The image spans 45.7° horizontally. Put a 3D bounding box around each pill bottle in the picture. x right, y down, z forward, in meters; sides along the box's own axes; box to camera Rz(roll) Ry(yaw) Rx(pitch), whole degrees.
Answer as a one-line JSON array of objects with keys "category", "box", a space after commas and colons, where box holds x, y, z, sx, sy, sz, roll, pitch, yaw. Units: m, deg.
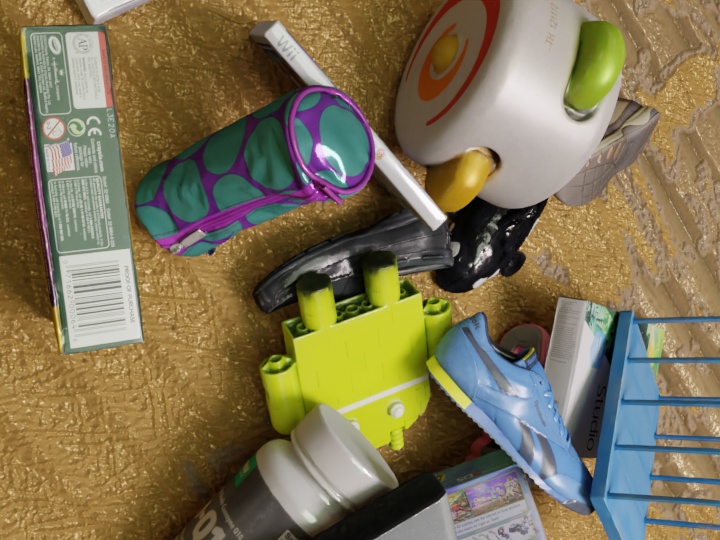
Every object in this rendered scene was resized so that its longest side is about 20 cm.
[{"category": "pill bottle", "box": [-0.069, 0.212, 0.691, 0.200, 0.113, 0.113, -46, 110, 2]}]

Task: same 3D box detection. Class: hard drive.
[{"category": "hard drive", "box": [0.018, 0.259, 0.678, 0.138, 0.033, 0.202, -27, 131, -14]}]

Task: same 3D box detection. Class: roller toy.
[{"category": "roller toy", "box": [0.118, -0.159, 0.746, 0.138, 0.184, 0.201, 23, 118, -24]}]

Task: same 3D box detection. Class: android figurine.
[{"category": "android figurine", "box": [0.001, 0.086, 0.749, 0.180, 0.041, 0.203, -17, 120, -19]}]

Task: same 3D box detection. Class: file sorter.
[{"category": "file sorter", "box": [0.295, 0.156, 0.771, 0.140, 0.121, 0.202, 58, 42, -37]}]

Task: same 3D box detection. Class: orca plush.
[{"category": "orca plush", "box": [0.159, -0.051, 0.829, 0.198, 0.071, 0.106, -30, 104, -20]}]

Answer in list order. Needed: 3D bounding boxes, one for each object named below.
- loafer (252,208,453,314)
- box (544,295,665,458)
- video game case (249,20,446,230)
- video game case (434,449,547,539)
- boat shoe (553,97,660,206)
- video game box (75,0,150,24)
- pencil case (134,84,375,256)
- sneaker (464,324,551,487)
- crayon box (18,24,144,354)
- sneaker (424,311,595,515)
[{"category": "loafer", "box": [0.000, 0.000, 0.759, 0.198, 0.068, 0.071, -22, 87, -25]}, {"category": "box", "box": [0.242, 0.114, 0.854, 0.199, 0.036, 0.147, 15, 86, -50]}, {"category": "video game case", "box": [-0.014, -0.124, 0.709, 0.018, 0.143, 0.200, -42, 109, 2]}, {"category": "video game case", "box": [0.078, 0.281, 0.785, 0.197, 0.045, 0.184, -19, 102, 2]}, {"category": "boat shoe", "box": [0.222, -0.123, 0.836, 0.199, 0.073, 0.075, -30, 147, -46]}, {"category": "video game box", "box": [-0.180, -0.325, 0.676, 0.181, 0.047, 0.202, -30, 104, -18]}, {"category": "pencil case", "box": [-0.084, -0.069, 0.650, 0.085, 0.198, 0.094, 33, 54, -36]}, {"category": "sneaker", "box": [0.169, 0.160, 0.851, 0.095, 0.079, 0.203, 20, 87, -39]}, {"category": "crayon box", "box": [-0.202, -0.055, 0.610, 0.057, 0.172, 0.204, -7, 96, -20]}, {"category": "sneaker", "box": [0.147, 0.122, 0.731, 0.078, 0.066, 0.200, -44, 93, 6]}]
